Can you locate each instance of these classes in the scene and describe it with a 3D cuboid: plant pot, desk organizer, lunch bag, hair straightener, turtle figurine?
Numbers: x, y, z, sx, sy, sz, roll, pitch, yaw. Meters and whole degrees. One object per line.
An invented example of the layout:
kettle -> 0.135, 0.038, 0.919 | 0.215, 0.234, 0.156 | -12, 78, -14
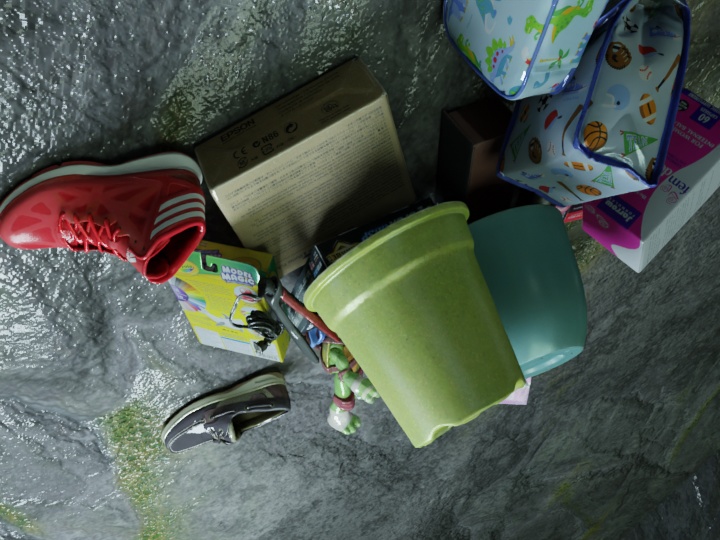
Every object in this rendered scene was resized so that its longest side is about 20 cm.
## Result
plant pot -> 0.184, 0.043, 0.823 | 0.195, 0.165, 0.202 | -17, 159, -7
desk organizer -> 0.144, -0.107, 0.851 | 0.075, 0.072, 0.203 | -20, 141, -17
lunch bag -> 0.152, -0.275, 0.604 | 0.081, 0.162, 0.203 | -14, 141, -26
hair straightener -> -0.083, 0.065, 0.718 | 0.077, 0.041, 0.200 | -46, 155, -4
plant pot -> 0.068, 0.065, 0.687 | 0.197, 0.187, 0.201 | -28, 167, -7
lunch bag -> 0.239, -0.187, 0.699 | 0.121, 0.170, 0.205 | 21, 84, -15
turtle figurine -> 0.016, 0.140, 0.972 | 0.195, 0.146, 0.197 | -10, 137, -18

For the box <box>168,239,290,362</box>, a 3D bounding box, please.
box -> -0.146, 0.030, 0.756 | 0.114, 0.049, 0.202 | 12, 151, 8

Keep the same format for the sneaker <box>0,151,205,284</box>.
sneaker -> -0.237, -0.039, 0.622 | 0.195, 0.117, 0.079 | -19, 141, -5

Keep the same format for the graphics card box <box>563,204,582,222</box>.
graphics card box -> 0.346, -0.166, 0.939 | 0.122, 0.051, 0.203 | -13, 138, -22

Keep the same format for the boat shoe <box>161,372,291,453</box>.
boat shoe -> -0.192, 0.217, 0.977 | 0.196, 0.066, 0.073 | -24, 143, -8

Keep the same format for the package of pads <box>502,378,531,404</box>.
package of pads -> 0.147, 0.146, 1.017 | 0.194, 0.121, 0.078 | 5, 102, -11

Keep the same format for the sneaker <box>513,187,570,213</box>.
sneaker -> 0.240, -0.109, 0.908 | 0.201, 0.095, 0.079 | -50, 170, 29

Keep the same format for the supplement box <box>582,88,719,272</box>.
supplement box -> 0.392, -0.115, 0.880 | 0.200, 0.101, 0.103 | -47, 152, -2

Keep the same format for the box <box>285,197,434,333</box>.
box -> 0.000, 0.000, 0.814 | 0.156, 0.047, 0.200 | -24, 166, -25

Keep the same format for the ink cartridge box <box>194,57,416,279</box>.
ink cartridge box -> -0.052, -0.101, 0.721 | 0.197, 0.076, 0.166 | -29, 143, -4
